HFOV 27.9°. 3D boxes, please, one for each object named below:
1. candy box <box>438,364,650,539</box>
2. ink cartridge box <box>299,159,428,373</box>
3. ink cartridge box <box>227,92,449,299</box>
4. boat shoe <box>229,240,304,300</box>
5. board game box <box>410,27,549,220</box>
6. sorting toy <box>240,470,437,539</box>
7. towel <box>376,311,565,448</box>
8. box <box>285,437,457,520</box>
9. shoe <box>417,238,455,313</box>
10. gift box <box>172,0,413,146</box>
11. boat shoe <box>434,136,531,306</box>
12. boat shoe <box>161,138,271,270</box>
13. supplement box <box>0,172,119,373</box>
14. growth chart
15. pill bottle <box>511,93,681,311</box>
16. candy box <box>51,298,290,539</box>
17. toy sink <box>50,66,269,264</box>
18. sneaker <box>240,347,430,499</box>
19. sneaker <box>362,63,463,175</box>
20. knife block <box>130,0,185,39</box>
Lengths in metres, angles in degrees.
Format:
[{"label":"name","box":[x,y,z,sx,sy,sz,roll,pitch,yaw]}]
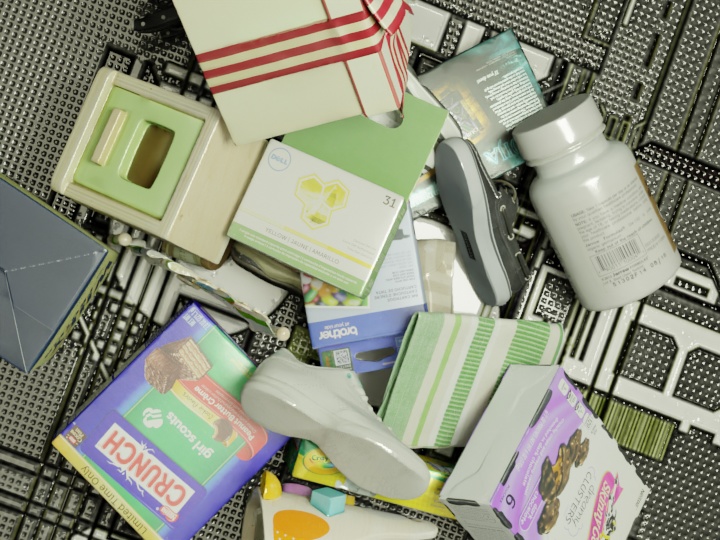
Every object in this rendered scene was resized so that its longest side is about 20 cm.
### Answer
[{"label":"candy box","box":[0.187,0.220,1.437,0.200,0.071,0.168,51,56,-30]},{"label":"ink cartridge box","box":[0.000,0.000,1.421,0.118,0.042,0.202,-9,92,4]},{"label":"ink cartridge box","box":[-0.020,-0.092,1.381,0.145,0.048,0.201,24,88,9]},{"label":"boat shoe","box":[-0.035,0.003,1.479,0.199,0.076,0.074,30,84,-6]},{"label":"board game box","box":[0.099,-0.149,1.515,0.199,0.028,0.136,-27,93,-6]},{"label":"sorting toy","box":[-0.021,0.265,1.441,0.178,0.200,0.108,4,70,-12]},{"label":"towel","box":[0.110,0.113,1.453,0.199,0.023,0.154,5,114,-35]},{"label":"box","box":[0.027,0.204,1.464,0.198,0.117,0.049,18,89,-7]},{"label":"shoe","box":[0.080,0.065,1.492,0.053,0.070,0.202,-5,88,2]},{"label":"gift box","box":[-0.039,-0.230,1.320,0.185,0.185,0.201,-13,127,17]},{"label":"boat shoe","box":[0.132,-0.056,1.475,0.066,0.070,0.201,-30,120,-17]},{"label":"boat shoe","box":[-0.141,-0.101,1.457,0.062,0.073,0.201,14,72,17]},{"label":"supplement box","box":[-0.350,-0.016,1.378,0.199,0.200,0.135,34,86,-5]},{"label":"growth chart","box":[-0.161,0.013,1.431,0.199,0.145,0.018,32,83,-8]},{"label":"pill bottle","box":[0.236,-0.071,1.475,0.114,0.114,0.201,-29,102,-6]},{"label":"candy box","box":[-0.183,0.158,1.460,0.200,0.077,0.169,-45,95,-3]},{"label":"toy sink","box":[-0.212,-0.109,1.393,0.199,0.112,0.131,24,87,27]},{"label":"sneaker","box":[-0.011,0.138,1.386,0.199,0.075,0.089,31,46,5]},{"label":"sneaker","box":[0.000,-0.168,1.451,0.115,0.076,0.201,-43,97,-7]},{"label":"knife block","box":[-0.129,-0.286,1.421,0.175,0.199,0.065,-20,93,-36]}]
